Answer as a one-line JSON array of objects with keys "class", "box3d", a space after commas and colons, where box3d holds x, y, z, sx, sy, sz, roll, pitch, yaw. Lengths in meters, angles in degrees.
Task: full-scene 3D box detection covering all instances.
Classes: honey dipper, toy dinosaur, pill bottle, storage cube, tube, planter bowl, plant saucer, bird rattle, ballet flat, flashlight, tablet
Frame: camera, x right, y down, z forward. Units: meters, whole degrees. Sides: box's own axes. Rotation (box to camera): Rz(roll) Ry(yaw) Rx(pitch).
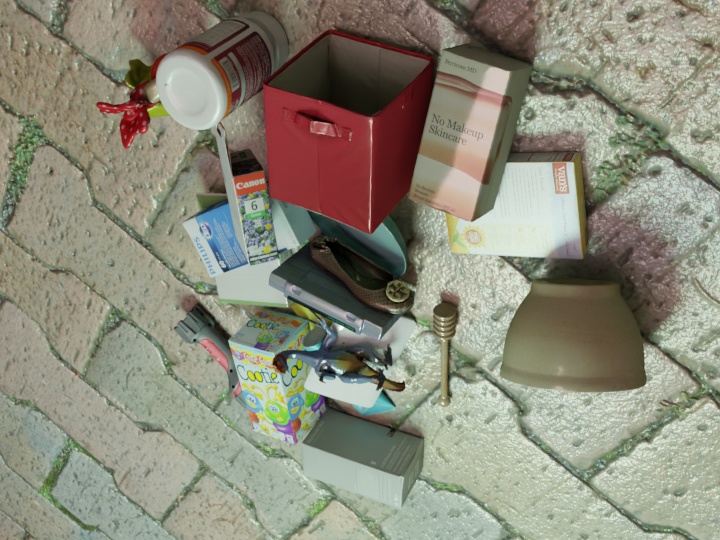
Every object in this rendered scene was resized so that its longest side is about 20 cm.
[{"class": "honey dipper", "box3d": [0.133, 0.142, 1.504, 0.037, 0.038, 0.202, 15, 129, 21]}, {"class": "toy dinosaur", "box3d": [-0.044, 0.162, 1.503, 0.179, 0.106, 0.201, -3, 138, 23]}, {"class": "pill bottle", "box3d": [-0.185, -0.283, 1.295, 0.108, 0.200, 0.111, 15, 127, 21]}, {"class": "storage cube", "box3d": [-0.013, -0.190, 1.263, 0.169, 0.200, 0.182, 20, 133, 21]}, {"class": "tube", "box3d": [-0.023, 0.179, 1.608, 0.077, 0.051, 0.201, -13, 126, 41]}, {"class": "planter bowl", "box3d": [0.292, 0.080, 1.282, 0.197, 0.199, 0.137, 4, 95, 28]}, {"class": "plant saucer", "box3d": [-0.004, -0.068, 1.400, 0.199, 0.027, 0.201, 36, 160, 15]}, {"class": "bird rattle", "box3d": [-0.302, -0.279, 1.385, 0.162, 0.200, 0.113, -34, 102, 16]}, {"class": "ballet flat", "box3d": [0.000, 0.000, 1.420, 0.199, 0.067, 0.047, 34, 136, 29]}, {"class": "flashlight", "box3d": [-0.259, 0.161, 1.724, 0.200, 0.068, 0.068, 45, 127, -5]}, {"class": "tablet", "box3d": [-0.002, 0.140, 1.545, 0.128, 0.014, 0.202, 18, 123, -13]}]

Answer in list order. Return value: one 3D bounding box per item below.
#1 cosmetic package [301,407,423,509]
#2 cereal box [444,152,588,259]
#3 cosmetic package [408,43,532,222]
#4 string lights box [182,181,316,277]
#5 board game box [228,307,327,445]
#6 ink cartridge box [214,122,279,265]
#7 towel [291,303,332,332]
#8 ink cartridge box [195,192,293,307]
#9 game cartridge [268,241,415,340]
[{"class": "cosmetic package", "box3d": [0.003, 0.330, 1.657, 0.197, 0.107, 0.091, 15, 128, 19]}, {"class": "cereal box", "box3d": [0.211, -0.090, 1.298, 0.197, 0.040, 0.146, 4, 120, 28]}, {"class": "cosmetic package", "box3d": [0.141, -0.179, 1.218, 0.102, 0.087, 0.203, 21, 115, 22]}, {"class": "string lights box", "box3d": [-0.177, -0.068, 1.475, 0.198, 0.059, 0.104, -17, 106, 35]}, {"class": "board game box", "box3d": [-0.142, 0.184, 1.635, 0.104, 0.103, 0.203, 11, 127, 32]}, {"class": "ink cartridge box", "box3d": [-0.163, -0.121, 1.330, 0.050, 0.109, 0.203, -13, 116, -13]}, {"class": "towel", "box3d": [-0.027, 0.057, 1.553, 0.199, 0.018, 0.087, -27, 101, 40]}, {"class": "ink cartridge box", "box3d": [-0.188, -0.040, 1.563, 0.143, 0.048, 0.203, 4, 115, 28]}, {"class": "game cartridge", "box3d": [-0.029, 0.031, 1.441, 0.198, 0.130, 0.039, 26, 129, 17]}]
